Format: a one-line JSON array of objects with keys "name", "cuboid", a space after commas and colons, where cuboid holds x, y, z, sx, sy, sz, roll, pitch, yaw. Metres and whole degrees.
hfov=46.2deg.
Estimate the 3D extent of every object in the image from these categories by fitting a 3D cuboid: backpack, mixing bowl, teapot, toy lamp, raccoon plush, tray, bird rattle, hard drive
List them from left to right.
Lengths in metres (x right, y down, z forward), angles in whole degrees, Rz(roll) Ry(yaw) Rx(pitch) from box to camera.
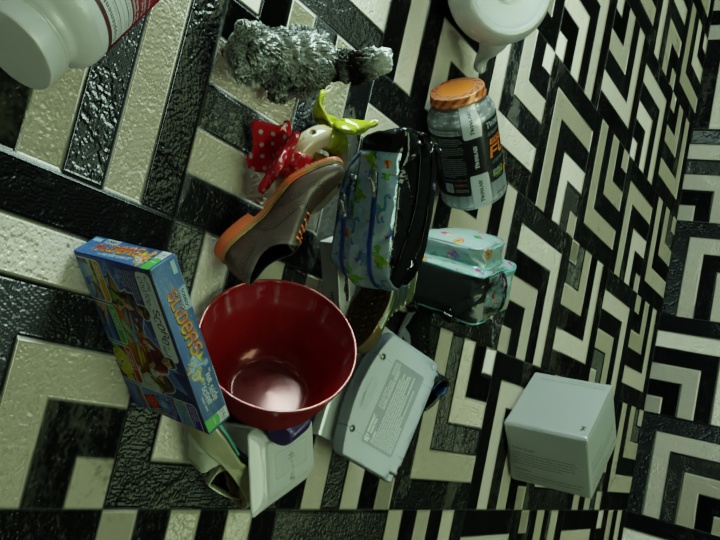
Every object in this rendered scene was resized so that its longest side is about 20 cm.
[{"name": "mixing bowl", "cuboid": [-0.109, 0.122, 1.054, 0.200, 0.198, 0.110, -45, 160, -41]}, {"name": "tray", "cuboid": [-0.102, 0.254, 1.151, 0.200, 0.022, 0.110, -7, 95, -73]}, {"name": "raccoon plush", "cuboid": [-0.069, -0.267, 1.013, 0.134, 0.196, 0.099, -15, 92, -75]}, {"name": "toy lamp", "cuboid": [-0.076, 0.168, 1.160, 0.200, 0.057, 0.059, -56, 142, -61]}, {"name": "bird rattle", "cuboid": [-0.064, -0.141, 1.128, 0.200, 0.111, 0.165, -46, 148, -38]}, {"name": "hard drive", "cuboid": [-0.010, 0.174, 1.331, 0.132, 0.025, 0.204, 39, 64, -52]}, {"name": "backpack", "cuboid": [0.035, -0.075, 1.138, 0.163, 0.150, 0.205, 1, 84, -71]}, {"name": "backpack", "cuboid": [0.174, 0.007, 1.443, 0.199, 0.173, 0.157, 3, 98, -60]}, {"name": "teapot", "cuboid": [0.224, -0.484, 1.453, 0.197, 0.146, 0.201, 42, 85, -19]}]

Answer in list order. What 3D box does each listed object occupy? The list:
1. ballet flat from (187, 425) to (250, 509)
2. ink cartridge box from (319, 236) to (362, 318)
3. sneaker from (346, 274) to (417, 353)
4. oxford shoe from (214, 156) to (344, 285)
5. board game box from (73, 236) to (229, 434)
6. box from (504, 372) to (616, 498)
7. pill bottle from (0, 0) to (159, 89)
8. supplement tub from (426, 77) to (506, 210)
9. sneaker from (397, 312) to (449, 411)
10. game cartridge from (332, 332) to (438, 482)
[{"name": "ballet flat", "cuboid": [-0.177, 0.239, 1.065, 0.070, 0.068, 0.202, -59, 141, -30]}, {"name": "ink cartridge box", "cuboid": [0.000, 0.000, 1.273, 0.199, 0.066, 0.119, -23, 116, -52]}, {"name": "sneaker", "cuboid": [0.044, 0.038, 1.224, 0.090, 0.066, 0.204, 42, 60, -45]}, {"name": "oxford shoe", "cuboid": [-0.086, -0.061, 1.058, 0.199, 0.073, 0.071, -42, 159, -7]}, {"name": "board game box", "cuboid": [-0.220, 0.069, 0.894, 0.034, 0.133, 0.204, -38, 128, -40]}, {"name": "box", "cuboid": [0.459, 0.370, 1.924, 0.200, 0.196, 0.174, -44, 131, -44]}, {"name": "pill bottle", "cuboid": [-0.259, -0.266, 0.788, 0.202, 0.111, 0.114, -57, 139, -31]}, {"name": "supplement tub", "cuboid": [0.182, -0.219, 1.454, 0.123, 0.120, 0.203, -46, 133, -41]}, {"name": "sneaker", "cuboid": [0.111, 0.155, 1.432, 0.073, 0.110, 0.203, 51, 55, -48]}, {"name": "game cartridge", "cuboid": [0.037, 0.208, 1.308, 0.132, 0.041, 0.203, 33, 71, -24]}]
